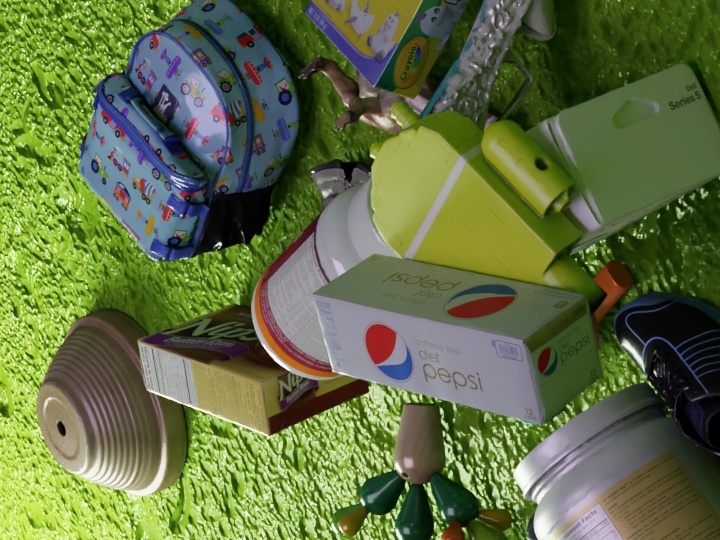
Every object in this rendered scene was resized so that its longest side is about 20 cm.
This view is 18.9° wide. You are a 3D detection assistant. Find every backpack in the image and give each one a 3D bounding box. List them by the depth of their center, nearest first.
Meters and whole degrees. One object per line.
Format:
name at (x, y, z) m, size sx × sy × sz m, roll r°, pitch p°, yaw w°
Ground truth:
backpack at (-0.146, -0.132, 1.896) m, size 0.183 × 0.134 × 0.200 m, roll 51°, pitch 139°, yaw 22°

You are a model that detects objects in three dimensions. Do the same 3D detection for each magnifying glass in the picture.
magnifying glass at (0.156, 0.053, 1.681) m, size 0.080 × 0.022 × 0.200 m, roll 57°, pitch 146°, yaw 17°

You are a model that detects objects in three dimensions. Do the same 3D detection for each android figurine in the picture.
android figurine at (0.079, -0.028, 1.464) m, size 0.200 × 0.041 × 0.182 m, roll 47°, pitch 143°, yaw 17°

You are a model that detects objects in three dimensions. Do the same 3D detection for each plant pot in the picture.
plant pot at (-0.275, 0.149, 2.253) m, size 0.200 × 0.092 × 0.202 m, roll 29°, pitch 129°, yaw 44°

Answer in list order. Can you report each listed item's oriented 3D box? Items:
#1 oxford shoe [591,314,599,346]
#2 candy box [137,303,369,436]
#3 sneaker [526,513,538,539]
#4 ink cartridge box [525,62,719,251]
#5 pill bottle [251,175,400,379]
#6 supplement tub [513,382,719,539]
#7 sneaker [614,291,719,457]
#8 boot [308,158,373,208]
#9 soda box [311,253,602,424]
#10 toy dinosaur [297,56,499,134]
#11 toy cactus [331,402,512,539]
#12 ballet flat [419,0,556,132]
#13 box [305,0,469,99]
oxford shoe at (0.106, -0.001, 1.654) m, size 0.200 × 0.074 × 0.071 m, roll 54°, pitch 138°, yaw 41°
candy box at (-0.099, 0.087, 1.959) m, size 0.199 × 0.116 × 0.057 m, roll 16°, pitch 120°, yaw 50°
sneaker at (0.191, 0.263, 1.685) m, size 0.200 × 0.084 × 0.075 m, roll 45°, pitch 138°, yaw 31°
ink cartridge box at (0.144, -0.057, 1.526) m, size 0.200 × 0.145 × 0.084 m, roll -32°, pitch 83°, yaw 55°
pill bottle at (0.000, 0.000, 1.693) m, size 0.110 × 0.109 × 0.200 m, roll 61°, pitch 143°, yaw 11°
supplement tub at (0.215, 0.198, 1.564) m, size 0.201 × 0.145 × 0.146 m, roll 57°, pitch 144°, yaw 17°
sneaker at (0.242, 0.079, 1.524) m, size 0.200 × 0.078 × 0.071 m, roll 31°, pitch 131°, yaw 41°
boot at (-0.021, -0.030, 1.849) m, size 0.199 × 0.067 × 0.132 m, roll -6°, pitch 98°, yaw 47°
soda box at (0.062, 0.043, 1.445) m, size 0.199 × 0.068 × 0.064 m, roll 12°, pitch 125°, yaw 44°
toy dinosaur at (0.036, -0.129, 1.704) m, size 0.086 × 0.135 × 0.200 m, roll -52°, pitch 30°, yaw 7°
toy cactus at (0.058, 0.197, 1.848) m, size 0.199 × 0.102 × 0.166 m, roll 5°, pitch 93°, yaw 55°
ballet flat at (0.102, -0.163, 1.559) m, size 0.072 × 0.072 × 0.201 m, roll 25°, pitch 88°, yaw 45°
box at (0.045, -0.241, 1.583) m, size 0.201 × 0.048 × 0.117 m, roll -59°, pitch 44°, yaw 19°
